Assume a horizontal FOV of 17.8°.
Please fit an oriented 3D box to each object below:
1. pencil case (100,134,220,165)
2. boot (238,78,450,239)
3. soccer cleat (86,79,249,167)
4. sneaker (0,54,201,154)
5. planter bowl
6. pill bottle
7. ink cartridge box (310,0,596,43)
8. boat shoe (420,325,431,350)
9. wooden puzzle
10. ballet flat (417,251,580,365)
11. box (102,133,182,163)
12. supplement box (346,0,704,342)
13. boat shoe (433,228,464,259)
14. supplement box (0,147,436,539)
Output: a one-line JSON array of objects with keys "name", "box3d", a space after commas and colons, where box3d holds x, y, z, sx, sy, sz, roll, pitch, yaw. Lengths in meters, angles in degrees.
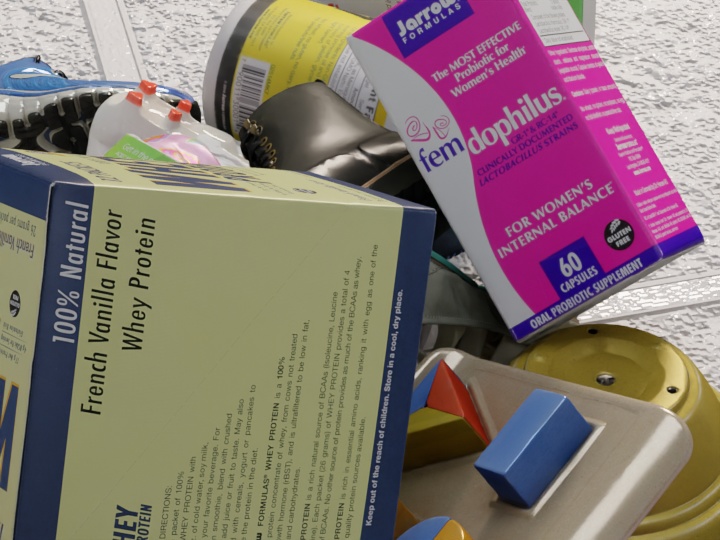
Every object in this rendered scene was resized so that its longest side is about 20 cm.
[{"name": "pencil case", "box3d": [-0.172, -0.022, 1.376, 0.087, 0.087, 0.200, 28, 33, 33]}, {"name": "boot", "box3d": [-0.054, -0.043, 1.357, 0.200, 0.078, 0.138, -21, 44, -37]}, {"name": "soccer cleat", "box3d": [-0.086, -0.049, 1.492, 0.200, 0.078, 0.069, 29, 23, 7]}, {"name": "sneaker", "box3d": [-0.207, -0.113, 1.563, 0.200, 0.079, 0.089, 1, 40, 4]}, {"name": "planter bowl", "box3d": [0.135, 0.088, 1.283, 0.200, 0.084, 0.200, -1, 37, 1]}, {"name": "pill bottle", "box3d": [0.007, -0.109, 1.521, 0.200, 0.114, 0.114, 18, 41, 23]}, {"name": "ink cartridge box", "box3d": [0.063, -0.202, 1.614, 0.200, 0.146, 0.084, 7, 39, 11]}, {"name": "boat shoe", "box3d": [-0.032, 0.060, 1.340, 0.066, 0.072, 0.200, 22, 48, 29]}, {"name": "wooden puzzle", "box3d": [0.046, 0.118, 1.181, 0.185, 0.046, 0.200, -49, 34, -18]}, {"name": "ballet flat", "box3d": [0.058, 0.030, 1.343, 0.067, 0.064, 0.200, 13, -6, 39]}, {"name": "box", "box3d": [-0.149, 0.022, 1.240, 0.200, 0.036, 0.144, -45, 43, -15]}, {"name": "supplement box", "box3d": [0.095, -0.074, 1.307, 0.101, 0.200, 0.103, -32, -6, 23]}, {"name": "boat shoe", "box3d": [0.000, 0.000, 1.420, 0.200, 0.084, 0.069, -24, 39, -2]}, {"name": "supplement box", "box3d": [-0.093, 0.050, 1.109, 0.200, 0.200, 0.134, 3, 8, -30]}]
